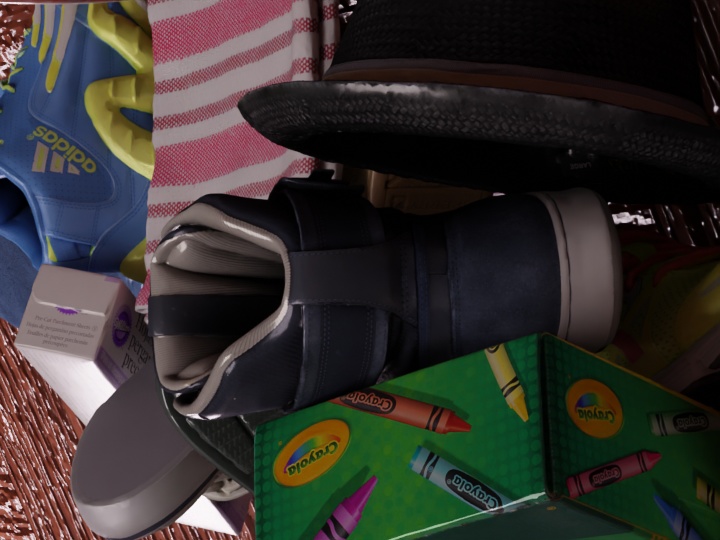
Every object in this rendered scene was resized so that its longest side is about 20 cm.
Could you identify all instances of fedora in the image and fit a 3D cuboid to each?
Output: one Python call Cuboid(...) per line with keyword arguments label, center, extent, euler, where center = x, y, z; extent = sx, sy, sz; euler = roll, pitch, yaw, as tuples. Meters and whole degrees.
Cuboid(label="fedora", center=(0.053, -0.078, 0.984), extent=(0.200, 0.200, 0.092), euler=(0, 83, 59))

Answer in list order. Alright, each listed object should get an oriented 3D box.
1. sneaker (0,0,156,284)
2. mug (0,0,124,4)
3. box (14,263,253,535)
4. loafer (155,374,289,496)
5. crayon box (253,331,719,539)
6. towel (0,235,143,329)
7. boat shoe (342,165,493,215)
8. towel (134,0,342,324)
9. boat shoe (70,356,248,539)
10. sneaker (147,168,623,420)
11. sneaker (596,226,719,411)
Cuboid(label="sneaker", center=(-0.131, -0.076, 1.289), extent=(0.076, 0.105, 0.200), euler=(104, 147, -50))
Cuboid(label="mug", center=(-0.104, -0.209, 1.141), extent=(0.133, 0.177, 0.201), euler=(-74, -14, -77))
Cuboid(label="box", center=(-0.093, 0.060, 1.300), extent=(0.041, 0.039, 0.200), euler=(9, 157, 22))
Cuboid(label="loafer", center=(0.005, 0.086, 1.125), extent=(0.200, 0.072, 0.063), euler=(46, -174, -8))
Cuboid(label="crayon box", center=(0.072, 0.087, 0.998), extent=(0.118, 0.200, 0.059), euler=(-20, 61, 35))
Cuboid(label="towel", center=(-0.129, 0.003, 1.439), extent=(0.200, 0.048, 0.112), euler=(29, 141, 45))
Cuboid(label="boat shoe", center=(0.000, 0.000, 1.174), extent=(0.072, 0.072, 0.201), euler=(48, 131, 53))
Cuboid(label="towel", center=(-0.050, -0.083, 1.177), extent=(0.146, 0.030, 0.201), euler=(-18, 71, 61))
Cuboid(label="boat shoe", center=(-0.055, 0.059, 1.235), extent=(0.071, 0.200, 0.070), euler=(-12, 117, 26))
Cuboid(label="sneaker", center=(-0.005, 0.015, 1.031), extent=(0.202, 0.146, 0.077), euler=(130, 133, -74))
Cuboid(label="sneaker", center=(0.099, 0.017, 1.052), extent=(0.200, 0.078, 0.091), euler=(-42, 66, 57))
